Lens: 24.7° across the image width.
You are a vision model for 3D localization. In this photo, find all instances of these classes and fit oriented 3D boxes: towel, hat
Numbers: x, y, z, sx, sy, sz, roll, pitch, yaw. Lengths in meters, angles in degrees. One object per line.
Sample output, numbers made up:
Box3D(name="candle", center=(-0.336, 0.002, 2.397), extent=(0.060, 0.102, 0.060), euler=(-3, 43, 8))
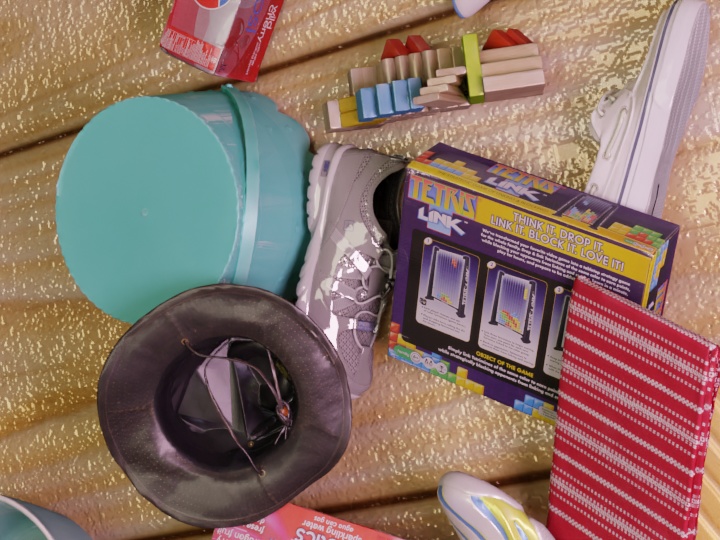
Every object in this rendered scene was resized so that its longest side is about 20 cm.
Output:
Box3D(name="towel", center=(0.182, 0.120, 1.110), extent=(0.144, 0.022, 0.203), euler=(29, 121, 51))
Box3D(name="hat", center=(-0.100, 0.092, 1.261), extent=(0.198, 0.081, 0.203), euler=(2, 108, 6))

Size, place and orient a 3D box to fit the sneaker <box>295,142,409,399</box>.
Box3D(name="sneaker", center=(0.000, 0.000, 1.281), extent=(0.081, 0.074, 0.203), euler=(0, 90, 29))

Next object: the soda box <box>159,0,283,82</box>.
Box3D(name="soda box", center=(-0.092, -0.258, 1.328), extent=(0.063, 0.070, 0.202), euler=(26, 102, 23))

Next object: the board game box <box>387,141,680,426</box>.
Box3D(name="board game box", center=(0.121, 0.017, 1.199), extent=(0.198, 0.057, 0.167), euler=(22, 123, 25))

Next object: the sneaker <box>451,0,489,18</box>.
Box3D(name="sneaker", center=(0.035, -0.270, 1.261), extent=(0.199, 0.074, 0.083), euler=(38, 109, 23))

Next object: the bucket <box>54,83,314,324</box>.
Box3D(name="bucket", center=(-0.135, -0.047, 1.318), extent=(0.205, 0.134, 0.210), euler=(1, 93, 27))

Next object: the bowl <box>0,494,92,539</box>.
Box3D(name="bowl", center=(-0.294, 0.287, 1.424), extent=(0.199, 0.105, 0.204), euler=(0, 90, 27))

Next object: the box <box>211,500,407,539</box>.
Box3D(name="box", center=(-0.015, 0.244, 1.267), extent=(0.198, 0.100, 0.097), euler=(13, 77, 26))

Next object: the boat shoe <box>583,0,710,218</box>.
Box3D(name="boat shoe", center=(0.194, -0.101, 1.178), extent=(0.066, 0.073, 0.202), euler=(18, 100, 23))

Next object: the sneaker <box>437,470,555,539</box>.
Box3D(name="sneaker", center=(0.106, 0.242, 1.179), extent=(0.105, 0.076, 0.200), euler=(-45, 99, -17))

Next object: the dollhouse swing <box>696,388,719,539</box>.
Box3D(name="dollhouse swing", center=(0.243, 0.202, 1.115), extent=(0.176, 0.182, 0.200), euler=(45, 112, -2))

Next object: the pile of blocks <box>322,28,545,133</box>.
Box3D(name="pile of blocks", center=(0.049, -0.152, 1.250), extent=(0.198, 0.082, 0.063), euler=(-9, 87, 28))
